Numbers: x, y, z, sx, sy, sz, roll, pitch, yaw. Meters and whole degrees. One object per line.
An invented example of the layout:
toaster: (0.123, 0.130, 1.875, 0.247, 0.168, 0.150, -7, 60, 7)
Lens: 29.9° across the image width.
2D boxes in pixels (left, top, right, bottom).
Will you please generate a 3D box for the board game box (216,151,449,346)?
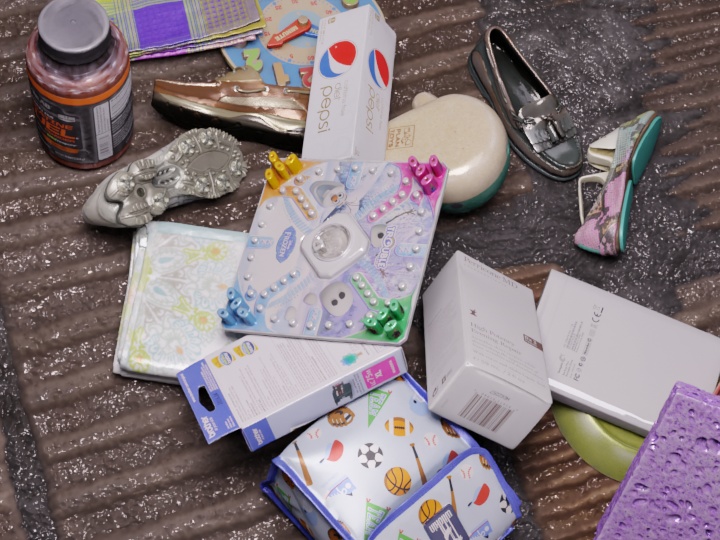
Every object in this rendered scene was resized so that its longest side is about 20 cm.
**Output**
board game box: (-0.028, -0.028, 1.326, 0.199, 0.026, 0.200, 3, 63, 25)

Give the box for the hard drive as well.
hard drive: (0.269, 0.093, 1.400, 0.200, 0.027, 0.132, 22, 63, 4)

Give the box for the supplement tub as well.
supplement tub: (-0.292, -0.198, 1.408, 0.107, 0.200, 0.107, 3, 62, -5)

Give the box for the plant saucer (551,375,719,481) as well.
plant saucer: (0.299, 0.127, 1.419, 0.199, 0.031, 0.200, 3, 62, -6)

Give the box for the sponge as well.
sponge: (0.313, 0.207, 1.296, 0.111, 0.200, 0.030, 22, 29, 2)

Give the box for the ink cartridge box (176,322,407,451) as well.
ink cartridge box: (-0.068, 0.097, 1.297, 0.200, 0.042, 0.119, -25, 39, -10)

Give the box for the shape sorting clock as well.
shape sorting clock: (-0.068, -0.281, 1.571, 0.199, 0.039, 0.201, 3, 63, -6)

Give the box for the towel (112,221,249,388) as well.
towel: (-0.147, 0.041, 1.396, 0.199, 0.048, 0.172, 8, 66, -4)

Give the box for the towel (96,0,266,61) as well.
towel: (-0.216, -0.309, 1.559, 0.199, 0.023, 0.144, -11, 60, -4)

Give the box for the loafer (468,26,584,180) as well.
loafer: (0.189, -0.193, 1.547, 0.072, 0.063, 0.200, -27, 70, -19)

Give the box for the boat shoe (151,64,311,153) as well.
boat shoe: (-0.129, -0.185, 1.491, 0.199, 0.076, 0.074, 12, 77, -12)

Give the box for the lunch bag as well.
lunch bag: (0.034, 0.214, 1.289, 0.170, 0.124, 0.200, -38, 78, -22)

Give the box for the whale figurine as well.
whale figurine: (0.068, -0.119, 1.490, 0.199, 0.104, 0.159, -4, 61, 18)

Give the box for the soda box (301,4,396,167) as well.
soda box: (-0.011, -0.186, 1.465, 0.068, 0.064, 0.200, -11, 59, 30)

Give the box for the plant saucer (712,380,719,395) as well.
plant saucer: (0.424, 0.177, 1.376, 0.200, 0.037, 0.200, 44, 64, -10)

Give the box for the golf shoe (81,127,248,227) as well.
golf shoe: (-0.212, -0.097, 1.440, 0.200, 0.097, 0.078, -24, 98, -45)

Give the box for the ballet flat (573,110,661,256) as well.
ballet flat: (0.283, -0.105, 1.521, 0.071, 0.069, 0.200, 11, 61, 20)

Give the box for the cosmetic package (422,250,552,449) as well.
cosmetic package: (0.122, 0.075, 1.336, 0.102, 0.074, 0.200, 27, 30, -17)

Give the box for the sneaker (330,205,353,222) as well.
sneaker: (0.000, 0.000, 1.395, 0.075, 0.115, 0.200, -5, 64, -9)
